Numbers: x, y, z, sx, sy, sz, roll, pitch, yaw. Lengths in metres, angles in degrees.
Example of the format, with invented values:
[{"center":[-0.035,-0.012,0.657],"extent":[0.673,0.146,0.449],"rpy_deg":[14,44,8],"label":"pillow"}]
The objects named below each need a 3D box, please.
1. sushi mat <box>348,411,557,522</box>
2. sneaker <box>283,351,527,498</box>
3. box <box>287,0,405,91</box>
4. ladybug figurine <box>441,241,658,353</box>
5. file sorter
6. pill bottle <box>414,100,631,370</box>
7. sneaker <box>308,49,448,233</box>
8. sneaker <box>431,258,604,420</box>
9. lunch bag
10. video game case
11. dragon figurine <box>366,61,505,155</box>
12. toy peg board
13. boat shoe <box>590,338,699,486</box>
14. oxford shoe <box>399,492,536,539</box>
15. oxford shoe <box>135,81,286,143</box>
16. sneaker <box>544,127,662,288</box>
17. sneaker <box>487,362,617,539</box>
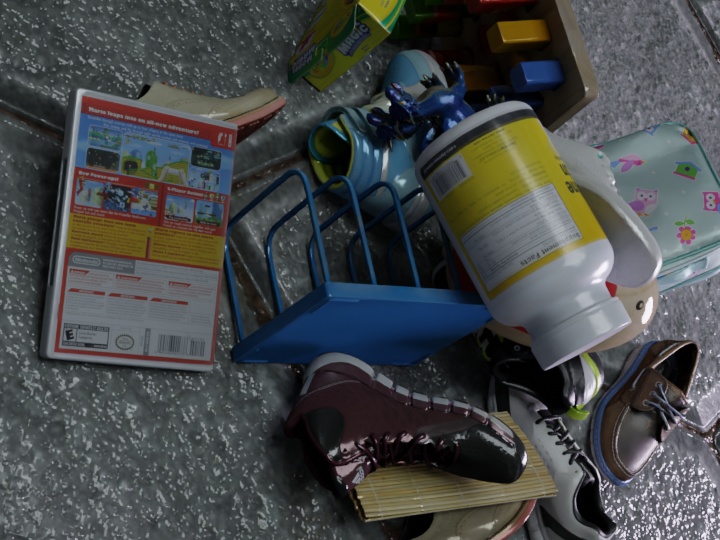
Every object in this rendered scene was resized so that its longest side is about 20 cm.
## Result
[{"center":[0.070,0.166,1.041],"extent":[0.199,0.012,0.096],"rpy_deg":[-1,41,-30],"label":"sushi mat"},{"center":[0.028,0.151,0.978],"extent":[0.199,0.076,0.116],"rpy_deg":[21,42,11],"label":"sneaker"},{"center":[0.002,-0.258,1.168],"extent":[0.048,0.117,0.201],"rpy_deg":[39,50,-18],"label":"box"},{"center":[0.170,0.000,1.085],"extent":[0.199,0.072,0.136],"rpy_deg":[10,64,7],"label":"ladybug figurine"},{"center":[0.000,0.000,1.030],"extent":[0.199,0.139,0.123],"rpy_deg":[4,63,-39],"label":"file sorter"},{"center":[0.134,-0.027,0.980],"extent":[0.112,0.112,0.201],"rpy_deg":[-18,75,-44],"label":"pill bottle"},{"center":[0.013,-0.145,1.150],"extent":[0.130,0.079,0.201],"rpy_deg":[23,55,-32],"label":"sneaker"},{"center":[0.139,0.059,1.121],"extent":[0.200,0.072,0.083],"rpy_deg":[39,39,16],"label":"sneaker"},{"center":[0.256,-0.043,1.182],"extent":[0.199,0.077,0.161],"rpy_deg":[-21,65,0],"label":"lunch bag"},{"center":[-0.167,-0.027,0.934],"extent":[0.142,0.017,0.201],"rpy_deg":[9,85,-37],"label":"video game case"},{"center":[0.091,-0.122,1.121],"extent":[0.200,0.059,0.100],"rpy_deg":[35,58,-28],"label":"dragon figurine"},{"center":[0.115,-0.217,1.202],"extent":[0.097,0.200,0.200],"rpy_deg":[-8,75,-26],"label":"toy peg board"},{"center":[0.298,0.136,1.257],"extent":[0.072,0.072,0.200],"rpy_deg":[45,47,-14],"label":"boat shoe"},{"center":[0.088,0.212,1.047],"extent":[0.075,0.070,0.200],"rpy_deg":[52,44,2],"label":"oxford shoe"},{"center":[-0.145,-0.132,1.016],"extent":[0.200,0.071,0.074],"rpy_deg":[-25,84,-44],"label":"oxford shoe"},{"center":[0.198,-0.069,1.049],"extent":[0.088,0.075,0.200],"rpy_deg":[-21,54,-36],"label":"sneaker"},{"center":[0.184,0.173,1.139],"extent":[0.073,0.080,0.201],"rpy_deg":[-10,74,-40],"label":"sneaker"}]
